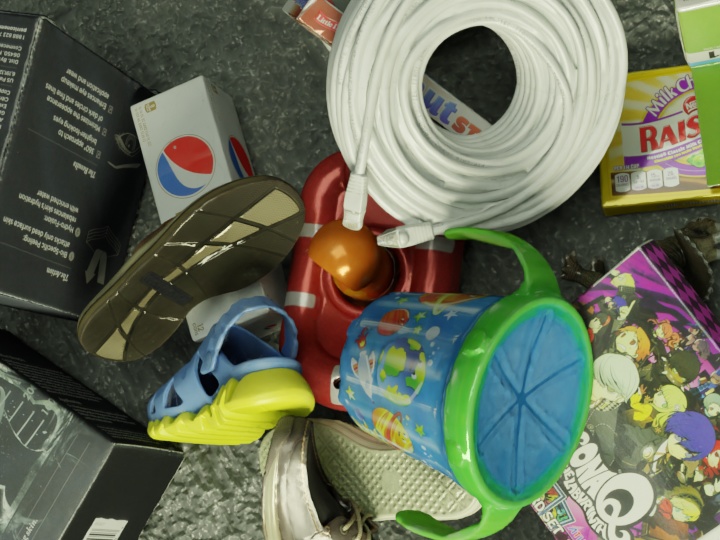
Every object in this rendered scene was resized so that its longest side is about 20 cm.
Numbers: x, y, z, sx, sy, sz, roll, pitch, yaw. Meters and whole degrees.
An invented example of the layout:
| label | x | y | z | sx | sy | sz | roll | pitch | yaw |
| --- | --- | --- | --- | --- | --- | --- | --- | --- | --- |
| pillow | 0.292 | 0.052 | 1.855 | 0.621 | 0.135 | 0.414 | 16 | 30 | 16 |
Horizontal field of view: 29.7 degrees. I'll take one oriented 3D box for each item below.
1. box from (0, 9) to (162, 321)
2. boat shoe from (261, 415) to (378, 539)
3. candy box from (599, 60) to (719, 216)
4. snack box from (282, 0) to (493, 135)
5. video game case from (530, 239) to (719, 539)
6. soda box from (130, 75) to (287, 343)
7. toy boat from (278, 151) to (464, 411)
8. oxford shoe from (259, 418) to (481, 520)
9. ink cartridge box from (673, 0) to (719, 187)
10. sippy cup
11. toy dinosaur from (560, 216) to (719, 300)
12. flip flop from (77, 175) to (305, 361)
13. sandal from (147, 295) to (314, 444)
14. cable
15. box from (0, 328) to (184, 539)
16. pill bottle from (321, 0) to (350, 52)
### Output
| label | x | y | z | sx | sy | sz | roll | pitch | yaw |
| --- | --- | --- | --- | --- | --- | --- | --- | --- | --- |
| box | -0.263 | -0.075 | 1.039 | 0.117 | 0.197 | 0.201 | 10 | 83 | 20 |
| boat shoe | -0.022 | 0.184 | 0.942 | 0.073 | 0.075 | 0.201 | -2 | 122 | 8 |
| candy box | 0.268 | -0.100 | 0.964 | 0.199 | 0.026 | 0.103 | -6 | 74 | 17 |
| snack box | 0.035 | -0.132 | 0.963 | 0.200 | 0.072 | 0.024 | 34 | 97 | -18 |
| video game case | 0.185 | 0.113 | 0.897 | 0.181 | 0.036 | 0.200 | -43 | 77 | 30 |
| soda box | -0.114 | -0.044 | 1.057 | 0.068 | 0.064 | 0.201 | -21 | 74 | 13 |
| toy boat | 0.000 | 0.000 | 0.975 | 0.130 | 0.131 | 0.201 | 5 | 81 | 19 |
| oxford shoe | 0.013 | 0.146 | 0.985 | 0.199 | 0.058 | 0.076 | -1 | 90 | 33 |
| ink cartridge box | 0.291 | -0.172 | 0.920 | 0.147 | 0.076 | 0.201 | -10 | 61 | 16 |
| sippy cup | 0.060 | 0.071 | 0.876 | 0.130 | 0.140 | 0.178 | 11 | 58 | 41 |
| toy dinosaur | 0.189 | 0.041 | 0.936 | 0.102 | 0.077 | 0.201 | 14 | 79 | 33 |
| flip flop | -0.128 | -0.007 | 0.988 | 0.200 | 0.081 | 0.058 | -39 | 35 | 20 |
| sandal | -0.095 | 0.077 | 0.984 | 0.200 | 0.079 | 0.088 | -27 | 62 | 51 |
| cable | 0.076 | -0.121 | 0.900 | 0.199 | 0.069 | 0.201 | -4 | 106 | -12 |
| box | -0.279 | 0.171 | 1.037 | 0.196 | 0.124 | 0.201 | 30 | 89 | 23 |
| pill bottle | 0.050 | -0.242 | 1.016 | 0.199 | 0.114 | 0.114 | -31 | 72 | 10 |
